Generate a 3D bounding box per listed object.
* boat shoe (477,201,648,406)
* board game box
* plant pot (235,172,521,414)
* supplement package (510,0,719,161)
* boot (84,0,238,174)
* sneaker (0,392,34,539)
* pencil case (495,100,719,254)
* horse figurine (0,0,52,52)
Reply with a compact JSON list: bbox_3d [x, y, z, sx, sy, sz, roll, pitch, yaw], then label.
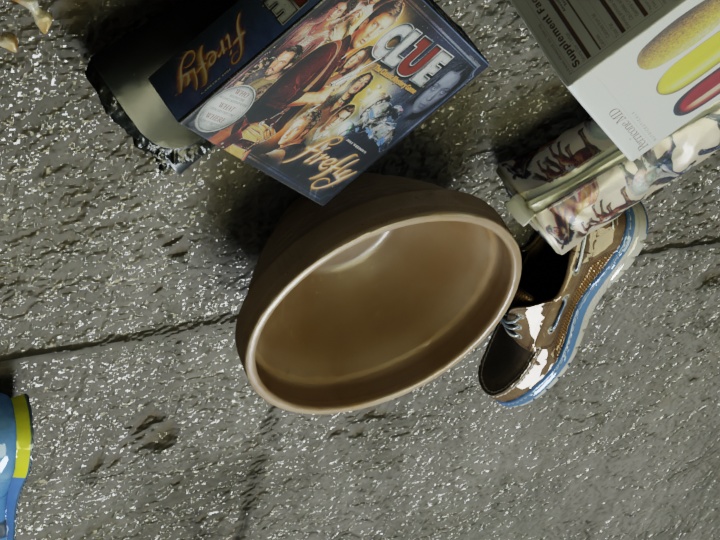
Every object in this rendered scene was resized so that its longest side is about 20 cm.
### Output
[{"bbox_3d":[0.134,0.018,1.423,0.072,0.072,0.200,9,122,-35],"label":"boat shoe"},{"bbox_3d":[-0.016,-0.111,1.051,0.135,0.035,0.200,-40,159,10],"label":"board game box"},{"bbox_3d":[0.000,0.000,1.278,0.200,0.093,0.201,-19,145,-14],"label":"plant pot"},{"bbox_3d":[0.205,-0.183,1.165,0.200,0.110,0.114,-36,144,13],"label":"supplement package"},{"bbox_3d":[-0.077,-0.143,1.052,0.168,0.077,0.200,-31,152,-2],"label":"boot"},{"bbox_3d":[-0.278,0.158,1.323,0.078,0.066,0.200,-4,138,-21],"label":"sneaker"},{"bbox_3d":[0.191,-0.087,1.306,0.200,0.078,0.089,-31,166,6],"label":"pencil case"},{"bbox_3d":[-0.199,-0.175,0.941,0.132,0.050,0.200,21,133,-27],"label":"horse figurine"}]
